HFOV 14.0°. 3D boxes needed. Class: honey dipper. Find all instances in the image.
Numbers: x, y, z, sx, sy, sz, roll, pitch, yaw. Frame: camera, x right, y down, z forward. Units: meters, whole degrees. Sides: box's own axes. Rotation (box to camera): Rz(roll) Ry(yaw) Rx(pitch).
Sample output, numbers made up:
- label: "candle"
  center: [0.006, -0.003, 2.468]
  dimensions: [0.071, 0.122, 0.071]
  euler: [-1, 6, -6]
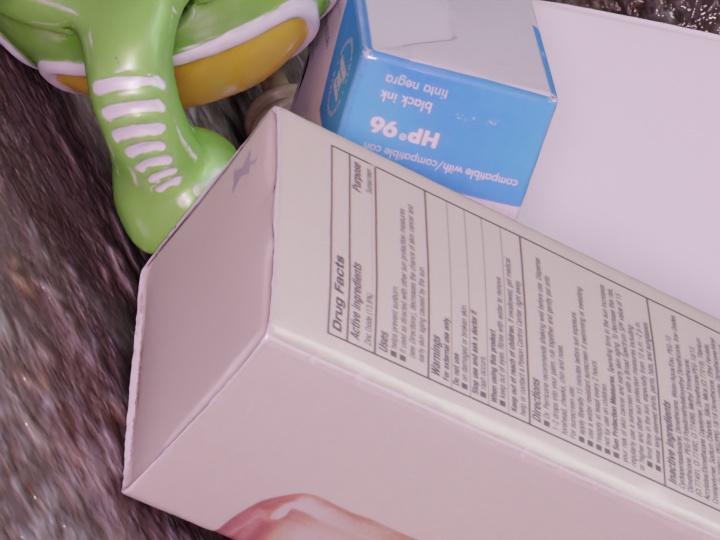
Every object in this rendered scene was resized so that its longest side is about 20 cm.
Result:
- label: "honey dipper"
  center: [-0.043, -0.100, 1.301]
  dimensions: [0.038, 0.038, 0.200]
  euler: [54, 12, -39]

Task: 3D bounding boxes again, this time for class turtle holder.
- label: "turtle holder"
  center: [-0.058, -0.109, 0.950]
  dimensions: [0.186, 0.141, 0.132]
  euler: [52, -7, 32]

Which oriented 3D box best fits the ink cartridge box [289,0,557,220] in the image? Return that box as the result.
- label: "ink cartridge box"
  center: [0.000, 0.000, 0.996]
  dimensions: [0.068, 0.200, 0.116]
  euler: [14, 25, -10]

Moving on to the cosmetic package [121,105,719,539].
- label: "cosmetic package"
  center: [0.036, 0.047, 0.891]
  dimensions: [0.200, 0.087, 0.103]
  euler: [26, 39, -21]

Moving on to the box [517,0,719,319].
- label: "box"
  center: [0.077, 0.018, 1.068]
  dimensions: [0.124, 0.097, 0.200]
  euler: [110, -9, -80]
